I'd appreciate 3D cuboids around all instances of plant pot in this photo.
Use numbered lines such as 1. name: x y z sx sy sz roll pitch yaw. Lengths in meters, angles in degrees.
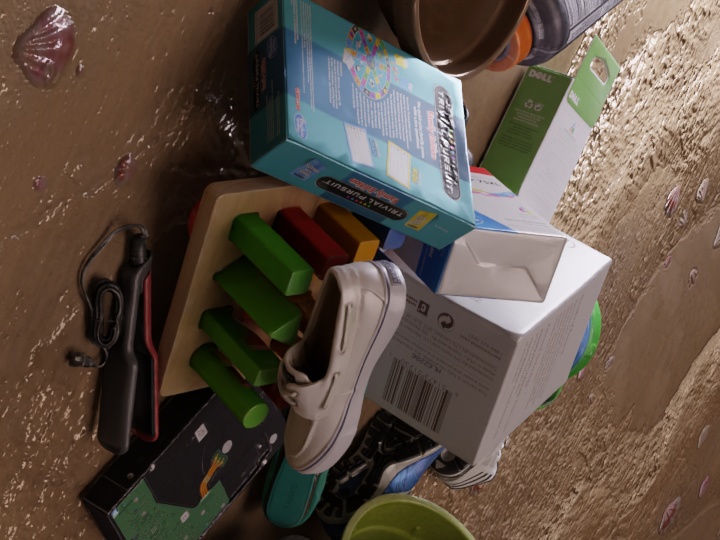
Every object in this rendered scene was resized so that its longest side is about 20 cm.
1. plant pot: 0.012 0.363 1.506 0.200 0.200 0.190 -24 165 -48
2. plant pot: 0.071 -0.273 1.269 0.201 0.093 0.201 -35 137 -41

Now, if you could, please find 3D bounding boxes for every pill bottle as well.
1. pill bottle: 0.180 -0.270 1.428 0.200 0.106 0.106 -40 141 -36

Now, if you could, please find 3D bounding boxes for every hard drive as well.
1. hard drive: -0.150 0.172 1.290 0.200 0.038 0.140 -50 146 -26

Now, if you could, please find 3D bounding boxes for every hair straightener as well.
1. hair straightener: -0.190 0.057 1.145 0.077 0.041 0.200 -23 129 -49

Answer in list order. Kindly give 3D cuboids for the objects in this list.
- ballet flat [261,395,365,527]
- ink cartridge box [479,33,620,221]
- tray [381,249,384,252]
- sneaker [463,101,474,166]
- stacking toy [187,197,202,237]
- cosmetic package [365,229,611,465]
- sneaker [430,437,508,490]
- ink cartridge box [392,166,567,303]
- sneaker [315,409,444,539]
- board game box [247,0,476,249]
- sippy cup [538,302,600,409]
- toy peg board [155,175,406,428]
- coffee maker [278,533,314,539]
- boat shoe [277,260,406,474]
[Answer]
1. ballet flat: -0.048 0.153 1.409 0.070 0.067 0.200 -90 -159 -71
2. ink cartridge box: 0.205 -0.158 1.586 0.104 0.059 0.200 30 85 -60
3. tray: 0.000 0.000 1.417 0.200 0.022 0.108 -46 143 -30
4. sneaker: 0.068 -0.124 1.364 0.200 0.084 0.077 34 53 -60
5. stacking toy: -0.066 -0.043 1.240 0.200 0.085 0.086 -12 121 -47
6. cosmetic package: 0.117 0.052 1.457 0.200 0.167 0.167 -34 147 -48
7. sneaker: 0.157 0.180 1.752 0.201 0.076 0.115 -48 154 -14
8. ink cartridge box: 0.082 -0.047 1.310 0.116 0.200 0.067 5 114 -28
9. sneaker: 0.026 0.218 1.571 0.200 0.079 0.089 -36 146 -27
10. board game box: 0.001 -0.120 1.165 0.200 0.047 0.151 23 51 -36
11. sippy cup: 0.181 0.058 1.643 0.130 0.178 0.140 6 135 -47
12. toy peg board: -0.045 0.028 1.189 0.199 0.098 0.200 -10 132 -41
13. coffee maker: -0.136 0.334 1.345 0.200 0.192 0.135 -7 79 -60
14. boat shoe: -0.032 0.077 1.122 0.070 0.071 0.200 2 128 -33
